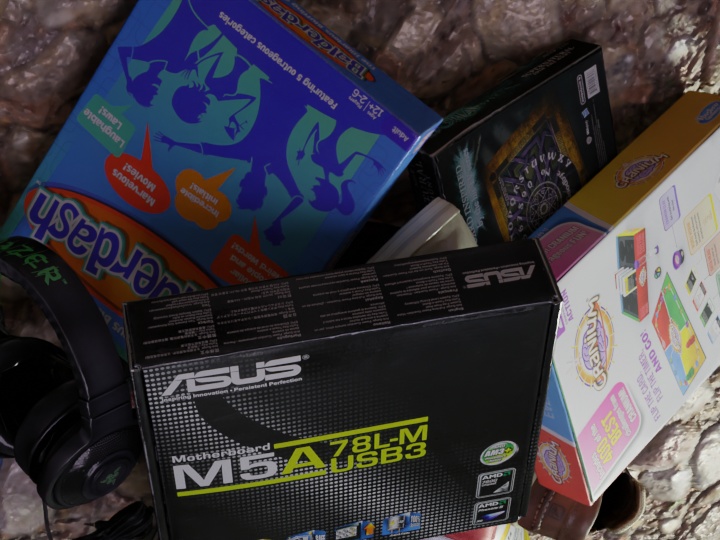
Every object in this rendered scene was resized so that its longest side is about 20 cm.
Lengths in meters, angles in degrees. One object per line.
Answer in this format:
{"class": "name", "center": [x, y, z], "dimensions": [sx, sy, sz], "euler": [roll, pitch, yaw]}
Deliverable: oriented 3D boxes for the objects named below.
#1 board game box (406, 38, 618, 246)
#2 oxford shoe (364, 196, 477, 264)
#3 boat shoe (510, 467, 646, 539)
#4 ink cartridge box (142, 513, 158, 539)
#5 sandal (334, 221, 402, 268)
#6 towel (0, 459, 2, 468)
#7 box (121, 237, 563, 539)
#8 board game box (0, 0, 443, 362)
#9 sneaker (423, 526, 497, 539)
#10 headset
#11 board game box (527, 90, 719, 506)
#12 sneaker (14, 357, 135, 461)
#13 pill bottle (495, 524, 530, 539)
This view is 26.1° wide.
{"class": "board game box", "center": [0.097, -0.012, 0.878], "dimensions": [0.135, 0.028, 0.200], "euler": [-33, 125, -29]}
{"class": "oxford shoe", "center": [-0.007, 0.047, 0.812], "dimensions": [0.058, 0.075, 0.200], "euler": [45, 112, 0]}
{"class": "boat shoe", "center": [0.145, 0.144, 0.997], "dimensions": [0.202, 0.075, 0.075], "euler": [-5, 119, -67]}
{"class": "ink cartridge box", "center": [-0.075, 0.217, 0.928], "dimensions": [0.084, 0.200, 0.146], "euler": [-39, 99, 16]}
{"class": "sandal", "center": [-0.001, 0.001, 0.861], "dimensions": [0.200, 0.076, 0.048], "euler": [25, 149, -23]}
{"class": "towel", "center": [-0.258, 0.134, 0.845], "dimensions": [0.111, 0.048, 0.201], "euler": [20, 80, -32]}
{"class": "box", "center": [-0.009, 0.074, 0.768], "dimensions": [0.199, 0.048, 0.193], "euler": [-8, 143, -8]}
{"class": "board game box", "center": [-0.077, -0.042, 0.782], "dimensions": [0.152, 0.045, 0.200], "euler": [38, 115, 4]}
{"class": "sneaker", "center": [-0.019, 0.152, 0.913], "dimensions": [0.199, 0.071, 0.113], "euler": [6, 89, 12]}
{"class": "headset", "center": [-0.152, 0.074, 0.813], "dimensions": [0.094, 0.123, 0.201], "euler": [-24, 126, -37]}
{"class": "board game box", "center": [0.162, 0.013, 0.896], "dimensions": [0.200, 0.040, 0.153], "euler": [-40, 128, -29]}
{"class": "sneaker", "center": [-0.118, 0.051, 0.888], "dimensions": [0.200, 0.071, 0.098], "euler": [-20, 123, 4]}
{"class": "pill bottle", "center": [0.055, 0.185, 1.035], "dimensions": [0.112, 0.113, 0.200], "euler": [-24, 132, 1]}
